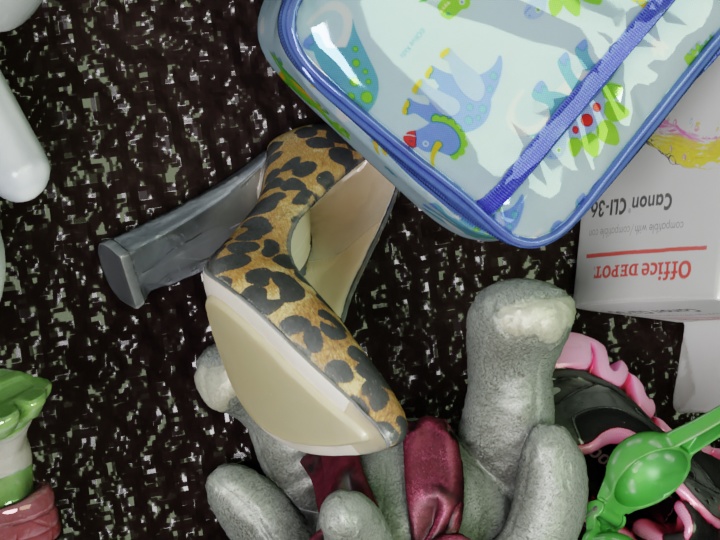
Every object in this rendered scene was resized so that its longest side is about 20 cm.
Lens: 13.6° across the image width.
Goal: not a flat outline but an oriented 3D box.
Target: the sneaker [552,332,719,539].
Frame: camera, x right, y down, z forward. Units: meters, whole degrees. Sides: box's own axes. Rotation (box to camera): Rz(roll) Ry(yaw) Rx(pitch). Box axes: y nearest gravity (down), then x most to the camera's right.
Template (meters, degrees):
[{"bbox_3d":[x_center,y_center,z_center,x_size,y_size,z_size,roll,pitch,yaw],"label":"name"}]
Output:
[{"bbox_3d":[0.143,0.108,1.322,0.199,0.095,0.079,30,104,-20],"label":"sneaker"}]

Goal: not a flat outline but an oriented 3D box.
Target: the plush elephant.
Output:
[{"bbox_3d":[0.010,0.123,1.216,0.164,0.155,0.201,-5,109,13],"label":"plush elephant"}]

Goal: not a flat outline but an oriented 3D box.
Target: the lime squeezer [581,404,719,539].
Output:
[{"bbox_3d":[0.122,0.112,1.235,0.201,0.070,0.038,-63,153,-7],"label":"lime squeezer"}]

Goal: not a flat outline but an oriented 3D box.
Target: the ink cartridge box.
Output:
[{"bbox_3d":[0.155,-0.039,1.331,0.067,0.116,0.201,8,83,-28],"label":"ink cartridge box"}]

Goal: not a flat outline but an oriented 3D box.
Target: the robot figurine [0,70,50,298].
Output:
[{"bbox_3d":[-0.204,-0.031,1.126,0.169,0.113,0.201,-24,78,-13],"label":"robot figurine"}]

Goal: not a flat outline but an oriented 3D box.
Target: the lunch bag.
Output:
[{"bbox_3d":[0.072,-0.118,1.225,0.161,0.082,0.200,43,84,-11],"label":"lunch bag"}]

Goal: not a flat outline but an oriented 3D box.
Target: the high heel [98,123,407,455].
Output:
[{"bbox_3d":[0.000,0.000,1.209,0.142,0.200,0.072,-27,126,-23],"label":"high heel"}]

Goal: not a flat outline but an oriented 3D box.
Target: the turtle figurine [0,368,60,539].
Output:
[{"bbox_3d":[-0.124,0.150,1.082,0.143,0.200,0.195,-12,113,10],"label":"turtle figurine"}]

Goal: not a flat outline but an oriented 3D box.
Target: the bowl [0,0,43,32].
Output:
[{"bbox_3d":[-0.173,-0.208,1.143,0.199,0.075,0.201,30,46,-23],"label":"bowl"}]
